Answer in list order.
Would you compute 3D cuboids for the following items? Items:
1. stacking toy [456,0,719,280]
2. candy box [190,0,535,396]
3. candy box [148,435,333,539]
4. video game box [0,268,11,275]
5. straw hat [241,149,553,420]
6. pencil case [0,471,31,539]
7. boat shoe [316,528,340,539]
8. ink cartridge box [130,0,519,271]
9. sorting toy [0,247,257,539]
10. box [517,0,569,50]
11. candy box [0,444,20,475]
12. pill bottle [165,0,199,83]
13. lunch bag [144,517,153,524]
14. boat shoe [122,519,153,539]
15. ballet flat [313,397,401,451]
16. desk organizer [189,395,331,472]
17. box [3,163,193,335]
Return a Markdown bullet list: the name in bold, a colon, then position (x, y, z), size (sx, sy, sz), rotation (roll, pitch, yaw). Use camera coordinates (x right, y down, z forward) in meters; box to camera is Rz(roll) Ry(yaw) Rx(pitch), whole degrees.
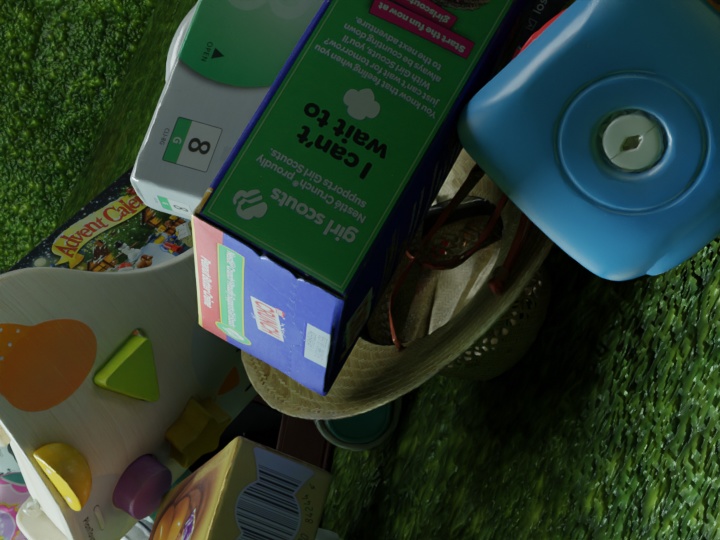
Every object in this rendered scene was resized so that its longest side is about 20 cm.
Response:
- **stacking toy**: position (0.122, -0.093, 0.890), size (0.116, 0.110, 0.200), rotation (-43, 13, 25)
- **candy box**: position (0.005, -0.062, 0.898), size (0.200, 0.077, 0.169), rotation (-62, -4, -17)
- **candy box**: position (-0.081, 0.189, 0.959), size (0.117, 0.056, 0.200), rotation (-41, 30, 59)
- **video game box**: position (-0.156, 0.061, 1.407), size (0.182, 0.200, 0.047), rotation (-129, 59, -74)
- **straw hat**: position (0.044, 0.011, 1.003), size (0.201, 0.085, 0.201), rotation (-28, 41, 27)
- **pencil case**: position (-0.167, 0.193, 1.144), size (0.088, 0.087, 0.200), rotation (-61, 28, 18)
- **boat shoe**: position (-0.068, 0.228, 1.105), size (0.200, 0.065, 0.074), rotation (-70, 15, -12)
- **ink cartridge box**: position (-0.003, -0.087, 1.093), size (0.050, 0.200, 0.161), rotation (67, -139, -69)
- **sorting toy**: position (-0.105, 0.061, 1.076), size (0.180, 0.107, 0.200), rotation (-38, -30, -19)
- **box**: position (0.079, -0.232, 1.034), size (0.200, 0.196, 0.124), rotation (-60, 16, 21)
- **candy box**: position (-0.289, 0.070, 1.431), size (0.168, 0.071, 0.200), rotation (88, 163, -62)
- **pill bottle**: position (-0.033, -0.089, 1.234), size (0.200, 0.114, 0.115), rotation (50, -121, -67)
- **lunch bag**: position (-0.156, 0.181, 1.414), size (0.161, 0.077, 0.200), rotation (-63, 27, 22)
- **boat shoe**: position (-0.148, 0.225, 1.234), size (0.075, 0.086, 0.202), rotation (-39, 44, 25)
- **ballet flat**: position (0.000, 0.000, 1.153), size (0.069, 0.069, 0.200), rotation (-167, 81, -75)
- **desk organizer**: position (-0.069, 0.125, 1.243), size (0.072, 0.077, 0.200), rotation (-52, 20, 44)
- **box**: position (-0.150, 0.023, 1.263), size (0.200, 0.136, 0.038), rotation (-43, -35, -26)
